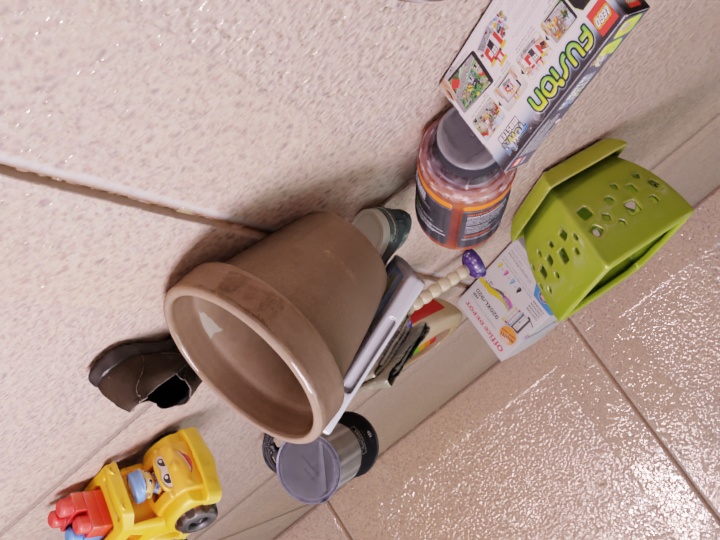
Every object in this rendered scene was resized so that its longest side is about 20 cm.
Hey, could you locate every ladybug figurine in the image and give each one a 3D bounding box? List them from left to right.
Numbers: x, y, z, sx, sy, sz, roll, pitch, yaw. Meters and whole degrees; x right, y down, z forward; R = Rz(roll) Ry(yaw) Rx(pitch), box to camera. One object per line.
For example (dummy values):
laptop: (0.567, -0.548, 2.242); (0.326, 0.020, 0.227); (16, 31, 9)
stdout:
ladybug figurine: (0.083, 0.107, 1.645); (0.198, 0.072, 0.136); (-28, 162, -29)

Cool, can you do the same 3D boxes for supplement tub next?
supplement tub: (0.111, -0.100, 1.037); (0.106, 0.108, 0.200); (-33, 165, -8)

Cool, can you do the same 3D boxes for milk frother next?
milk frother: (-0.099, 0.320, 1.672); (0.200, 0.181, 0.188); (-47, 166, 16)

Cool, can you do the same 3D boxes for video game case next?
video game case: (0.004, 0.073, 1.070); (0.184, 0.022, 0.200); (-57, -174, 4)

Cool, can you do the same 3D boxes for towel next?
towel: (-0.014, 0.122, 1.342); (0.197, 0.035, 0.193); (-14, -166, 25)

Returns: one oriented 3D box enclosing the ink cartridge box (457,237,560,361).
ink cartridge box: (0.310, 0.039, 1.805); (0.144, 0.148, 0.200); (-20, 158, -44)

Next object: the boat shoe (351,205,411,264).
boat shoe: (0.000, 0.000, 1.155); (0.061, 0.073, 0.201); (-17, 151, -40)

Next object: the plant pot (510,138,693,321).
plant pot: (0.356, -0.073, 1.513); (0.197, 0.183, 0.201); (-28, 164, -23)

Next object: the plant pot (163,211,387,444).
plant pot: (-0.066, 0.036, 0.957); (0.175, 0.199, 0.201); (-48, 172, -29)

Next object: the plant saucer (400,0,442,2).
plant saucer: (0.088, -0.256, 0.677); (0.199, 0.032, 0.201); (-35, 166, -10)

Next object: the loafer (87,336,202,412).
loafer: (-0.203, 0.115, 1.044); (0.073, 0.072, 0.199); (-44, 163, 28)

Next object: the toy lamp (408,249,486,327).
toy lamp: (0.107, 0.039, 1.532); (0.198, 0.059, 0.058); (-33, 165, -13)

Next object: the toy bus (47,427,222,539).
toy bus: (-0.311, 0.312, 1.317); (0.190, 0.137, 0.200); (9, 133, -47)

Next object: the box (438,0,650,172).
box: (0.151, -0.192, 0.852); (0.034, 0.111, 0.201); (-24, 161, -36)
